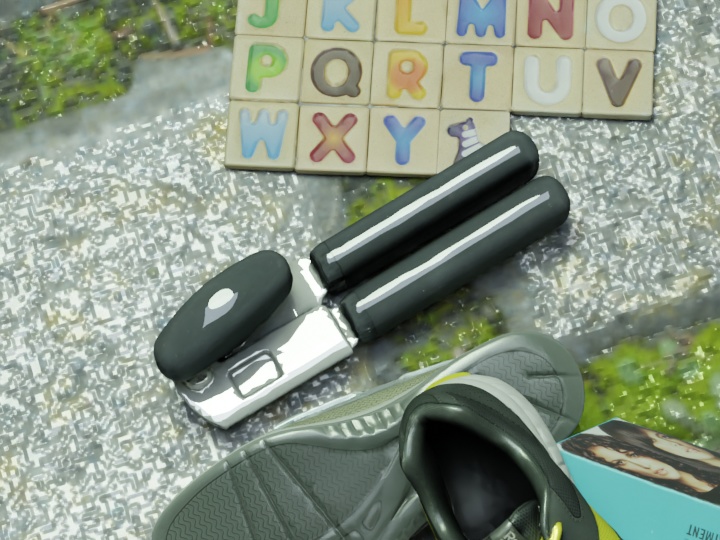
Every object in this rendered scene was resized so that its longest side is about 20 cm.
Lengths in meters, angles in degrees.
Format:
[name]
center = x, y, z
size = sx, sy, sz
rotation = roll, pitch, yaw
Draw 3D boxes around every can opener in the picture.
[can opener]
center = 0.000, 0.000, 1.268
size = 0.199, 0.067, 0.053
rotation = -31, 71, -5

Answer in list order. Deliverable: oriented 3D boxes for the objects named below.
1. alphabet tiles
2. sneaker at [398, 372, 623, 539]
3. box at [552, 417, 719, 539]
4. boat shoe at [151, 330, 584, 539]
[alphabet tiles]
center = 0.040, -0.122, 1.345
size = 0.199, 0.008, 0.168
rotation = 2, 69, 4
[sneaker]
center = 0.077, 0.127, 1.129
size = 0.074, 0.085, 0.200
rotation = -45, 76, 11
[box]
center = 0.176, 0.119, 1.180
size = 0.199, 0.082, 0.049
rotation = 19, 104, 22
[boat shoe]
center = 0.004, 0.087, 1.245
size = 0.201, 0.065, 0.075
rotation = -30, 90, -2
